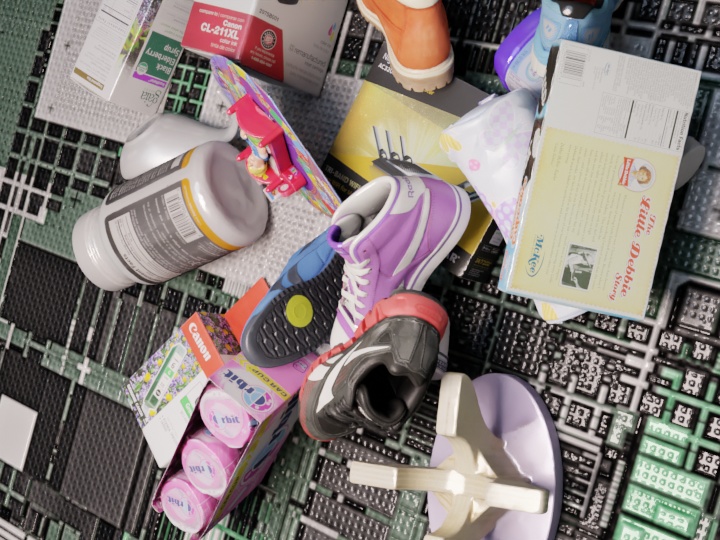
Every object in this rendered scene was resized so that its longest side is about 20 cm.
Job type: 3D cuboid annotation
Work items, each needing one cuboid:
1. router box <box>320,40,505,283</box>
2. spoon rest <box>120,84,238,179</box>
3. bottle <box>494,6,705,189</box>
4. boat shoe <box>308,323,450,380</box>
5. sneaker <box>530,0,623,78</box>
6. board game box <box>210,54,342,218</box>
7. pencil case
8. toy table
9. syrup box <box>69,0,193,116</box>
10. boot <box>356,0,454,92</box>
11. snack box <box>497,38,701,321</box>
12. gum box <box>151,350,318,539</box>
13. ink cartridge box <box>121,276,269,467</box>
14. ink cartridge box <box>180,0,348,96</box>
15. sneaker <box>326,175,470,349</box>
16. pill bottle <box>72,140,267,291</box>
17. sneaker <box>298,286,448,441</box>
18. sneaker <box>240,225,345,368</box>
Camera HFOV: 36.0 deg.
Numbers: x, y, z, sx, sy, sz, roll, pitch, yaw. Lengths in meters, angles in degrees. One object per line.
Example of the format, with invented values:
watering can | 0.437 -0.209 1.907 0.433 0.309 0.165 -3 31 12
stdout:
router box | 0.070 -0.105 1.051 0.200 0.052 0.158 33 101 32
spoon rest | -0.192 -0.149 1.209 0.199 0.061 0.100 -20 30 41
bottle | 0.206 -0.145 0.956 0.084 0.065 0.200 -44 61 2
boat shoe | -0.003 0.063 1.069 0.199 0.072 0.066 -1 69 39
sneaker | 0.192 -0.253 0.933 0.078 0.090 0.201 7 54 7
board game box | -0.094 -0.115 1.075 0.039 0.200 0.158 -40 26 -10
pencil case | 0.147 -0.054 0.936 0.090 0.083 0.201 -31 93 20
toy table | 0.096 0.188 0.958 0.183 0.117 0.202 -11 77 32
syrup box | -0.245 -0.287 1.268 0.081 0.079 0.201 31 101 32
boot | 0.040 -0.270 1.039 0.075 0.108 0.201 -17 47 -5
snack box | 0.187 -0.070 0.872 0.115 0.037 0.201 12 94 -5
gum box | -0.121 0.161 1.065 0.066 0.113 0.201 37 127 11
ink cartridge box | -0.159 0.107 1.175 0.200 0.050 0.109 -43 63 22
ink cartridge box | -0.081 -0.296 1.120 0.082 0.145 0.201 20 95 32
sneaker | 0.000 -0.001 0.961 0.073 0.114 0.201 49 121 40
pill bottle | -0.207 -0.052 1.190 0.199 0.116 0.117 -21 73 30
sneaker | 0.001 0.103 0.945 0.200 0.071 0.098 -46 25 40
sneaker | -0.055 0.024 1.057 0.078 0.200 0.066 -10 120 48
